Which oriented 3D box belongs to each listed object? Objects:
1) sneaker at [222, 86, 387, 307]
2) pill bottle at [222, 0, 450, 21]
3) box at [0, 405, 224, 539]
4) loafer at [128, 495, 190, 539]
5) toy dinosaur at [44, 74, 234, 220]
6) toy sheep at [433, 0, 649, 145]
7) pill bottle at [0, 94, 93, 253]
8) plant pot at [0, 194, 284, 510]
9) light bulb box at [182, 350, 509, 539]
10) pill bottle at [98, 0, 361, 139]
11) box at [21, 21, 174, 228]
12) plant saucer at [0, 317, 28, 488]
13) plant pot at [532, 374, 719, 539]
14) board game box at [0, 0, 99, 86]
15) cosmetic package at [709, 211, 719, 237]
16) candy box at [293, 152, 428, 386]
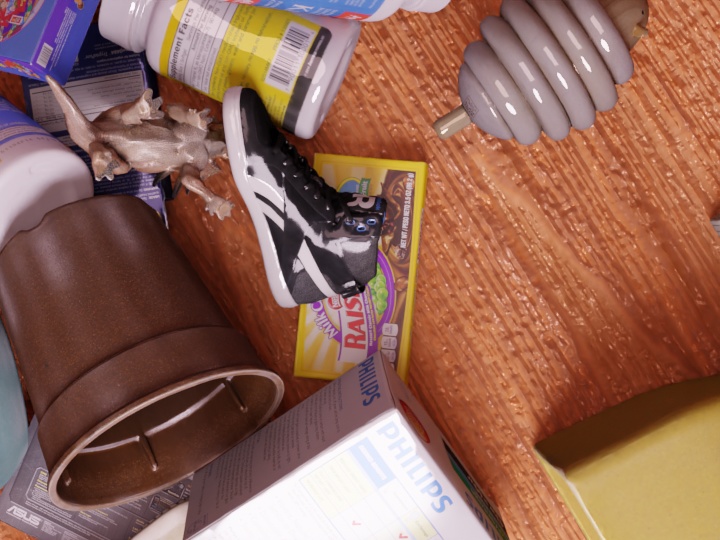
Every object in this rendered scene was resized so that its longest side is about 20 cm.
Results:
[{"bbox_3d":[-0.038,-0.069,0.961,0.112,0.073,0.200,-10,119,9],"label":"sneaker"},{"bbox_3d":[-0.021,-0.256,0.909,0.200,0.112,0.112,2,92,-29],"label":"pill bottle"},{"bbox_3d":[-0.211,0.190,1.047,0.200,0.048,0.159,24,94,6],"label":"box"},{"bbox_3d":[-0.200,0.274,0.984,0.200,0.076,0.068,-40,80,7],"label":"loafer"},{"bbox_3d":[-0.178,-0.107,0.962,0.200,0.136,0.086,13,96,-29],"label":"toy dinosaur"},{"bbox_3d":[0.148,-0.165,0.946,0.200,0.138,0.138,-37,86,7],"label":"toy sheep"},{"bbox_3d":[-0.331,-0.098,1.002,0.200,0.112,0.112,36,96,32],"label":"pill bottle"},{"bbox_3d":[-0.196,0.059,0.946,0.200,0.200,0.198,-35,68,7],"label":"plant pot"},{"bbox_3d":[-0.006,0.211,0.953,0.200,0.125,0.198,-33,108,7],"label":"light bulb box"},{"bbox_3d":[-0.110,-0.201,0.982,0.200,0.114,0.114,25,95,1],"label":"pill bottle"},{"bbox_3d":[-0.239,-0.121,1.051,0.121,0.032,0.200,-8,88,8],"label":"box"},{"bbox_3d":[-0.326,0.091,1.008,0.036,0.200,0.200,-14,89,-25],"label":"plant saucer"},{"bbox_3d":[0.279,0.180,0.912,0.200,0.196,0.194,-32,87,1],"label":"plant pot"},{"bbox_3d":[-0.269,-0.263,0.954,0.134,0.045,0.200,17,82,26],"label":"board game box"},{"bbox_3d":[0.377,0.020,0.934,0.087,0.103,0.200,-32,88,8],"label":"cosmetic package"},{"bbox_3d":[0.000,0.000,1.024,0.102,0.026,0.200,5,92,12],"label":"candy box"}]
